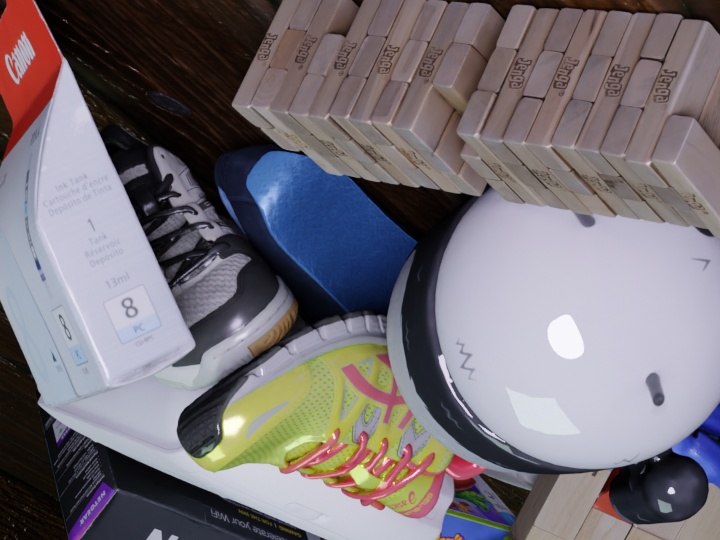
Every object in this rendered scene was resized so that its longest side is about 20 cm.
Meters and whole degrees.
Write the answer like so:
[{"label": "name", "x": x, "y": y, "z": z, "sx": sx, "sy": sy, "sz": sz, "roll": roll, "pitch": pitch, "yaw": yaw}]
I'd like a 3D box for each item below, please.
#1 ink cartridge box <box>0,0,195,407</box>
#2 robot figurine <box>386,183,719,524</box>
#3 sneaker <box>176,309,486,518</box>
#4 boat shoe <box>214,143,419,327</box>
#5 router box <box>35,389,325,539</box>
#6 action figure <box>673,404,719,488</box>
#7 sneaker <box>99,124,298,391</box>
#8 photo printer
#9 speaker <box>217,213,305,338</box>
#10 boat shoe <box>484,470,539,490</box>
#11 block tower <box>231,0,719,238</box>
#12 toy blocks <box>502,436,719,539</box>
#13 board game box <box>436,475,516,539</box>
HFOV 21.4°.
[{"label": "ink cartridge box", "x": -0.149, "y": -0.040, "z": 0.845, "sx": 0.201, "sy": 0.047, "sz": 0.160, "roll": 65, "pitch": 161, "yaw": -2}, {"label": "robot figurine", "x": 0.080, "y": 0.020, "z": 0.767, "sx": 0.150, "sy": 0.125, "sz": 0.200, "roll": 23, "pitch": 171, "yaw": -5}, {"label": "sneaker", "x": 0.003, "y": 0.070, "z": 0.851, "sx": 0.078, "sy": 0.091, "sz": 0.199, "roll": -32, "pitch": 165, "yaw": 38}, {"label": "boat shoe", "x": 0.000, "y": 0.000, "z": 0.962, "sx": 0.069, "sy": 0.084, "sz": 0.200, "roll": 24, "pitch": 153, "yaw": 49}, {"label": "router box", "x": -0.089, "y": 0.133, "z": 1.136, "sx": 0.199, "sy": 0.051, "sz": 0.149, "roll": 27, "pitch": -160, "yaw": -30}, {"label": "action figure", "x": 0.154, "y": 0.086, "z": 1.007, "sx": 0.199, "sy": 0.066, "sz": 0.099, "roll": 31, "pitch": 153, "yaw": -27}, {"label": "sneaker", "x": -0.097, "y": -0.012, "z": 0.909, "sx": 0.088, "sy": 0.075, "sz": 0.200, "roll": 60, "pitch": 168, "yaw": -28}, {"label": "photo printer", "x": -0.057, "y": 0.084, "z": 0.983, "sx": 0.166, "sy": 0.070, "sz": 0.200, "roll": 28, "pitch": 170, "yaw": -32}, {"label": "speaker", "x": -0.077, "y": 0.014, "z": 1.093, "sx": 0.199, "sy": 0.082, "sz": 0.081, "roll": 27, "pitch": 166, "yaw": -13}, {"label": "boat shoe", "x": 0.079, "y": 0.078, "z": 1.117, "sx": 0.074, "sy": 0.062, "sz": 0.200, "roll": 14, "pitch": 166, "yaw": 27}, {"label": "block tower", "x": 0.049, "y": -0.060, "z": 0.676, "sx": 0.199, "sy": 0.058, "sz": 0.054, "roll": 13, "pitch": 163, "yaw": 42}, {"label": "toy blocks", "x": 0.174, "y": 0.150, "z": 1.092, "sx": 0.199, "sy": 0.137, "sz": 0.100, "roll": 24, "pitch": -159, "yaw": -4}, {"label": "board game box", "x": 0.001, "y": 0.111, "z": 1.182, "sx": 0.134, "sy": 0.045, "sz": 0.200, "roll": 21, "pitch": -163, "yaw": -40}]
